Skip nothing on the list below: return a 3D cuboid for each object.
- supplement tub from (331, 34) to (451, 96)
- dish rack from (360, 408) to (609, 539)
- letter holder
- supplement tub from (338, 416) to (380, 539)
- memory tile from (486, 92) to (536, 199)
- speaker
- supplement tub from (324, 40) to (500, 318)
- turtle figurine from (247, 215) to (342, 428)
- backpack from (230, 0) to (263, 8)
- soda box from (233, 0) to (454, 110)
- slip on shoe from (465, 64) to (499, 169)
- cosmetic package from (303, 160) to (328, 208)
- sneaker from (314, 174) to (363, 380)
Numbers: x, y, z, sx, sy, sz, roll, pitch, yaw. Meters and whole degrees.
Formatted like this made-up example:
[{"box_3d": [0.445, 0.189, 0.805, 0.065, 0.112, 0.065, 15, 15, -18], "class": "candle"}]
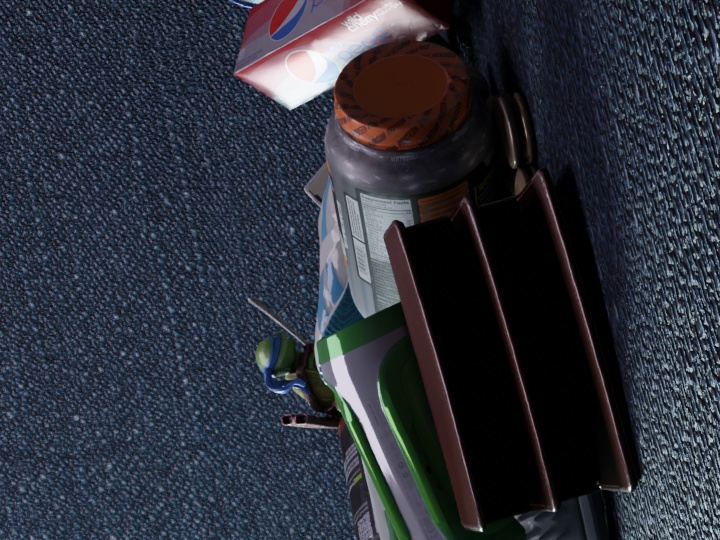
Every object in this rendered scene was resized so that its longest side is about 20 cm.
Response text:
[{"box_3d": [0.028, -0.161, 1.554, 0.200, 0.106, 0.108, -109, 7, -77], "class": "supplement tub"}, {"box_3d": [0.093, 0.162, 1.311, 0.199, 0.043, 0.174, -4, 103, 44], "class": "dish rack"}, {"box_3d": [0.092, 0.052, 1.151, 0.142, 0.100, 0.202, 117, 137, -83], "class": "letter holder"}, {"box_3d": [0.046, 0.201, 1.496, 0.107, 0.106, 0.202, 81, 179, -57], "class": "supplement tub"}, {"box_3d": [0.117, -0.026, 1.308, 0.153, 0.017, 0.202, -119, 18, -83], "class": "memory tile"}, {"box_3d": [0.043, 0.125, 1.252, 0.088, 0.088, 0.202, 119, 127, -87], "class": "speaker"}, {"box_3d": [0.040, -0.057, 1.333, 0.123, 0.121, 0.201, -104, 4, -46], "class": "supplement tub"}, {"box_3d": [0.008, 0.063, 1.628, 0.145, 0.193, 0.201, -56, 17, 25], "class": "turtle figurine"}, {"box_3d": [-0.048, -0.311, 1.574, 0.147, 0.198, 0.185, -99, 0, -62], "class": "backpack"}, {"box_3d": [-0.012, -0.197, 1.440, 0.199, 0.063, 0.071, -23, 47, 46], "class": "soda box"}, {"box_3d": [0.079, -0.065, 1.446, 0.061, 0.075, 0.201, -99, 7, -47], "class": "slip on shoe"}, {"box_3d": [0.028, -0.054, 1.713, 0.105, 0.071, 0.200, 44, -175, 15], "class": "cosmetic package"}, {"box_3d": [0.000, 0.000, 1.508, 0.081, 0.076, 0.202, -125, 41, -62], "class": "sneaker"}]
